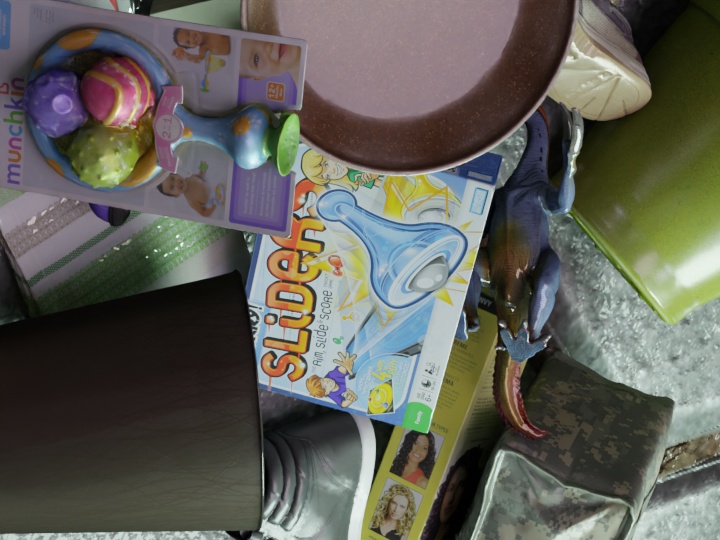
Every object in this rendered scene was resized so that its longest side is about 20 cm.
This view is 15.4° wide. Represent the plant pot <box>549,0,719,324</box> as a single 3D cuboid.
[{"bbox_3d":[0.238,-0.072,1.785,0.193,0.200,0.200,-41,129,2],"label":"plant pot"}]

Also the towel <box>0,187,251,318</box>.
[{"bbox_3d":[-0.151,-0.029,1.628,0.149,0.031,0.200,-34,124,-21],"label":"towel"}]

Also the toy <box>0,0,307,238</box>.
[{"bbox_3d":[-0.133,-0.085,1.488,0.047,0.199,0.116,-50,147,-69],"label":"toy"}]

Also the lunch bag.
[{"bbox_3d":[0.128,0.187,1.822,0.164,0.117,0.201,-52,164,-62],"label":"lunch bag"}]

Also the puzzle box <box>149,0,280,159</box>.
[{"bbox_3d":[-0.031,-0.100,1.622,0.133,0.025,0.200,-11,130,17],"label":"puzzle box"}]

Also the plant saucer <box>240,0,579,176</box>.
[{"bbox_3d":[0.025,-0.155,1.512,0.200,0.037,0.201,-5,108,-14],"label":"plant saucer"}]

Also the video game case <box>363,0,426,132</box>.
[{"bbox_3d":[0.022,-0.196,1.588,0.143,0.019,0.201,-60,138,-61],"label":"video game case"}]

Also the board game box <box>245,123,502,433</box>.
[{"bbox_3d":[0.000,0.000,1.631,0.135,0.035,0.200,15,128,3],"label":"board game box"}]

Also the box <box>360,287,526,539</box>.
[{"bbox_3d":[0.061,0.103,1.804,0.075,0.050,0.201,-4,116,-63],"label":"box"}]

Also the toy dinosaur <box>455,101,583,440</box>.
[{"bbox_3d":[0.090,-0.027,1.729,0.200,0.105,0.182,87,15,-46],"label":"toy dinosaur"}]

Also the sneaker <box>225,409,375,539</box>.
[{"bbox_3d":[-0.051,0.189,1.772,0.099,0.071,0.201,-4,107,-32],"label":"sneaker"}]

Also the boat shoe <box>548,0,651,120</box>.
[{"bbox_3d":[0.116,-0.164,1.684,0.072,0.065,0.200,-29,139,28],"label":"boat shoe"}]

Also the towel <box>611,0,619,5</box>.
[{"bbox_3d":[0.151,-0.271,1.716,0.148,0.036,0.201,17,100,-39],"label":"towel"}]

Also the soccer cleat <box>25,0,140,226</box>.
[{"bbox_3d":[-0.161,-0.124,1.540,0.073,0.068,0.201,0,107,1],"label":"soccer cleat"}]

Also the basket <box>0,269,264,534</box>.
[{"bbox_3d":[-0.164,0.088,1.570,0.199,0.136,0.181,-6,137,-9],"label":"basket"}]
